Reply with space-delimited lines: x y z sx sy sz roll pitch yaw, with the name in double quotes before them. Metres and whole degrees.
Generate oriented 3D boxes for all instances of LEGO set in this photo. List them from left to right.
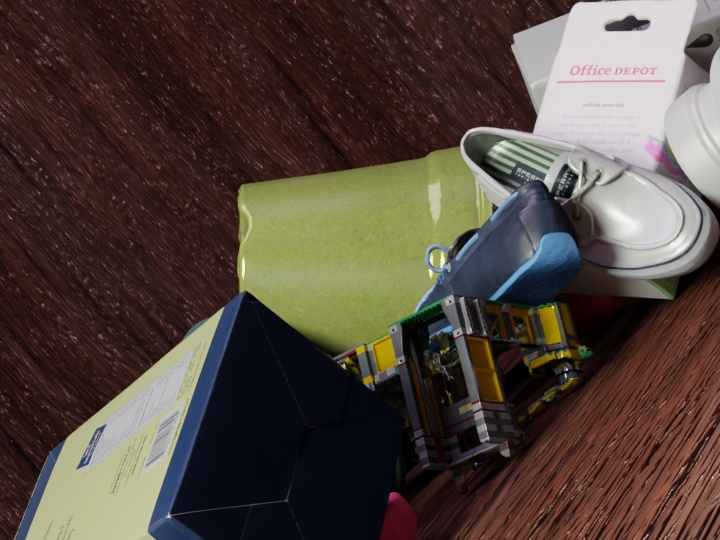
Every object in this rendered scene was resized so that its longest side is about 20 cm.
"LEGO set" 0.058 0.101 1.553 0.200 0.116 0.154 -24 -21 28

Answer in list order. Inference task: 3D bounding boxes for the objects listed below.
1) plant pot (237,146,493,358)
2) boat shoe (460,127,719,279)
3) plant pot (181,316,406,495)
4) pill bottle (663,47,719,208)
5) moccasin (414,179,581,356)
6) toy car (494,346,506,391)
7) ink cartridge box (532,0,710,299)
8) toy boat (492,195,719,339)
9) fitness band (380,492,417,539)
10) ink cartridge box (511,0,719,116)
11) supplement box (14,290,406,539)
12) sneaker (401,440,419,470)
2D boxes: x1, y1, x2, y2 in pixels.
"plant pot" 0.000 0.000 1.749 0.183 0.201 0.200 0 0 -1
"boat shoe" 0.143 -0.047 1.563 0.200 0.067 0.074 18 80 43
"plant pot" -0.103 0.170 1.680 0.196 0.200 0.200 -49 6 -35
"pill bottle" 0.301 -0.127 1.526 0.200 0.116 0.116 -39 1 32
"moccasin" 0.093 0.001 1.583 0.080 0.068 0.200 -2 -22 -30
"toy car" 0.093 0.018 1.940 0.175 0.150 0.200 -39 0 -18
"ink cartridge box" 0.183 -0.086 1.645 0.117 0.067 0.201 4 71 42
"toy boat" 0.186 -0.019 1.728 0.200 0.130 0.131 -39 30 16
"fitness band" -0.038 0.208 1.460 0.200 0.037 0.144 -41 0 34
"ink cartridge box" 0.232 -0.138 1.787 0.199 0.145 0.084 -20 35 7
"supplement box" -0.100 0.160 1.368 0.200 0.134 0.200 -39 21 33
"sneaker" 0.000 0.152 1.816 0.199 0.080 0.075 -15 6 30
